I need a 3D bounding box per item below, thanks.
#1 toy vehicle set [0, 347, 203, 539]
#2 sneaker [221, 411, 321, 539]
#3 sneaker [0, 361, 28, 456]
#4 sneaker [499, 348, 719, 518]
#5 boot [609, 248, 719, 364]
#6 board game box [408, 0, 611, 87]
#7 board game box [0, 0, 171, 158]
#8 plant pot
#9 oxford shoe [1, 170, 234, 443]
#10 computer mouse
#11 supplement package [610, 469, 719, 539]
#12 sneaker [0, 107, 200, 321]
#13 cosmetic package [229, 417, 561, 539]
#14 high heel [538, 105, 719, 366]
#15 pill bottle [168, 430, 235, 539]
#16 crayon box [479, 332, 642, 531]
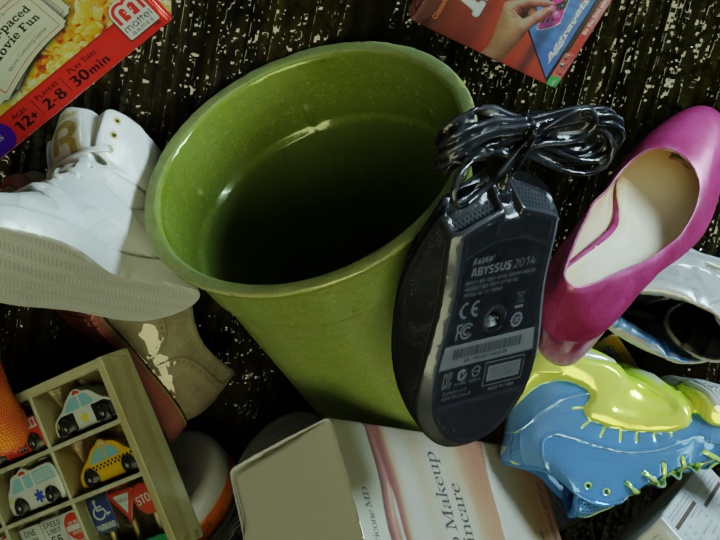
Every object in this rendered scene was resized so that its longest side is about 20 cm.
[{"bbox_3d":[-0.198,0.138,1.305,0.200,0.026,0.125,-24,88,35],"label":"toy vehicle set"},{"bbox_3d":[-0.047,0.196,1.296,0.075,0.200,0.115,-10,133,43],"label":"sneaker"},{"bbox_3d":[-0.250,0.021,1.248,0.077,0.073,0.200,-28,98,10],"label":"sneaker"},{"bbox_3d":[0.175,0.112,1.301,0.199,0.076,0.105,17,86,-4],"label":"sneaker"},{"bbox_3d":[0.227,0.034,1.323,0.200,0.096,0.074,17,118,-16],"label":"boot"},{"bbox_3d":[0.121,-0.210,1.209,0.103,0.019,0.200,23,116,-17],"label":"board game box"},{"bbox_3d":[-0.229,-0.174,1.178,0.151,0.046,0.200,-37,118,16],"label":"board game box"},{"bbox_3d":[0.000,0.000,1.242,0.200,0.200,0.190,-20,133,6],"label":"plant pot"},{"bbox_3d":[-0.152,0.011,1.300,0.075,0.070,0.200,-39,117,-19],"label":"oxford shoe"},{"bbox_3d":[0.064,-0.002,1.127,0.138,0.053,0.200,-6,117,-42],"label":"computer mouse"},{"bbox_3d":[0.175,0.242,1.342,0.111,0.156,0.200,47,110,7],"label":"supplement package"},{"bbox_3d":[-0.176,-0.042,1.195,0.074,0.116,0.200,-23,159,25],"label":"sneaker"},{"bbox_3d":[0.028,0.157,1.256,0.087,0.104,0.200,-31,153,33],"label":"cosmetic package"},{"bbox_3d":[0.164,-0.037,1.227,0.067,0.200,0.096,36,159,15],"label":"high heel"},{"bbox_3d":[-0.090,0.213,1.388,0.114,0.114,0.200,-29,119,11],"label":"pill bottle"},{"bbox_3d":[0.106,0.118,1.387,0.200,0.052,0.126,-29,119,12],"label":"crayon box"}]
